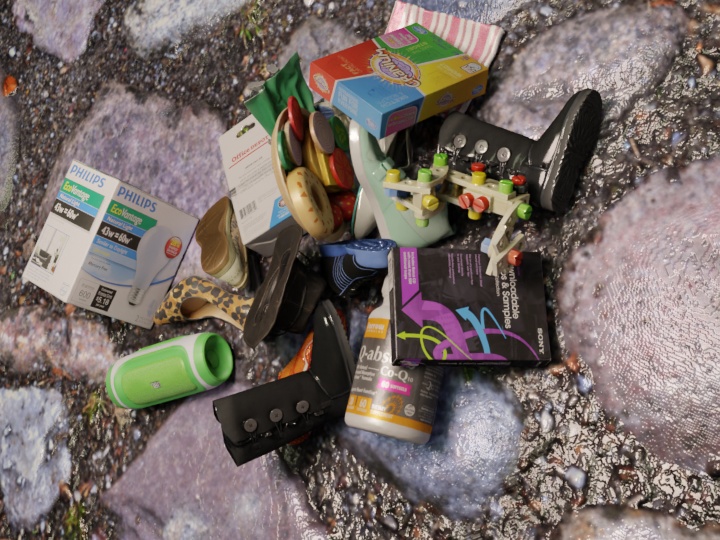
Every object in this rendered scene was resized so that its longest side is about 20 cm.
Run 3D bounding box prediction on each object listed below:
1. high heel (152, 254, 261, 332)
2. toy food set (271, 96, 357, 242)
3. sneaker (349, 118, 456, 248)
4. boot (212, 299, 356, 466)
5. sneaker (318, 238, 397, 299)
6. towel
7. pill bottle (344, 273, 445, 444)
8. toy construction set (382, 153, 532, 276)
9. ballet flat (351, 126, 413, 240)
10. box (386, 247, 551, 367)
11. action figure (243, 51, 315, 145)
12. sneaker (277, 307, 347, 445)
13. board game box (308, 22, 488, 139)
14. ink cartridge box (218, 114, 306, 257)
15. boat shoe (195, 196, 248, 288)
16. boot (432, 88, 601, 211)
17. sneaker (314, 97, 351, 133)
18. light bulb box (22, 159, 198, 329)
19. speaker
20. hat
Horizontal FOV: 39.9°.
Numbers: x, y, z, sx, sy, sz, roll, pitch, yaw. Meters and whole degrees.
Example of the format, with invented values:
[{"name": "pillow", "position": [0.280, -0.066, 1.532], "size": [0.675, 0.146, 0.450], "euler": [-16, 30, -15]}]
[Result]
[{"name": "high heel", "position": [-0.229, 0.075, 1.508], "size": [0.198, 0.071, 0.144], "euler": [-27, 55, 13]}, {"name": "toy food set", "position": [-0.061, -0.138, 1.368], "size": [0.048, 0.199, 0.201], "euler": [-16, 85, 25]}, {"name": "sneaker", "position": [0.063, -0.125, 1.334], "size": [0.117, 0.074, 0.203], "euler": [-17, 109, 18]}, {"name": "boot", "position": [-0.103, 0.148, 1.313], "size": [0.197, 0.066, 0.167], "euler": [-19, 102, -7]}, {"name": "sneaker", "position": [0.000, 0.000, 1.347], "size": [0.199, 0.069, 0.079], "euler": [-174, 74, -68]}, {"name": "towel", "position": [0.099, -0.308, 1.448], "size": [0.198, 0.030, 0.148], "euler": [26, 90, 36]}, {"name": "pill bottle", "position": [0.055, 0.114, 1.283], "size": [0.115, 0.116, 0.203], "euler": [6, 78, 34]}, {"name": "toy construction set", "position": [0.134, -0.080, 1.231], "size": [0.199, 0.130, 0.093], "euler": [37, 129, 26]}, {"name": "ballet flat", "position": [0.036, -0.138, 1.417], "size": [0.069, 0.069, 0.203], "euler": [5, 76, 34]}, {"name": "box", "position": [0.134, 0.045, 1.232], "size": [0.196, 0.036, 0.145], "euler": [1, 70, -10]}, {"name": "action figure", "position": [-0.094, -0.200, 1.446], "size": [0.054, 0.201, 0.118], "euler": [18, 55, 47]}, {"name": "sneaker", "position": [-0.082, 0.141, 1.393], "size": [0.077, 0.073, 0.202], "euler": [22, 85, 44]}, {"name": "board game box", "position": [0.052, -0.261, 1.348], "size": [0.153, 0.198, 0.041], "euler": [40, 142, 32]}, {"name": "ink cartridge box", "position": [-0.141, -0.140, 1.526], "size": [0.115, 0.068, 0.203], "euler": [-29, 61, 22]}, {"name": "boat shoe", "position": [-0.207, -0.042, 1.517], "size": [0.073, 0.063, 0.201], "euler": [-38, 31, 18]}, {"name": "boot", "position": [0.201, -0.177, 1.311], "size": [0.198, 0.065, 0.167], "euler": [21, 85, 41]}, {"name": "sneaker", "position": [-0.018, -0.243, 1.476], "size": [0.199, 0.077, 0.085], "euler": [-19, 22, 50]}, {"name": "light bulb box", "position": [-0.393, -0.038, 1.579], "size": [0.124, 0.198, 0.203], "euler": [23, 88, 34]}, {"name": "speaker", "position": [-0.293, 0.155, 1.519], "size": [0.198, 0.088, 0.090], "euler": [-18, 65, 28]}, {"name": "hat", "position": [-0.093, 0.032, 1.377], "size": [0.200, 0.080, 0.204], "euler": [-159, 89, -76]}]
